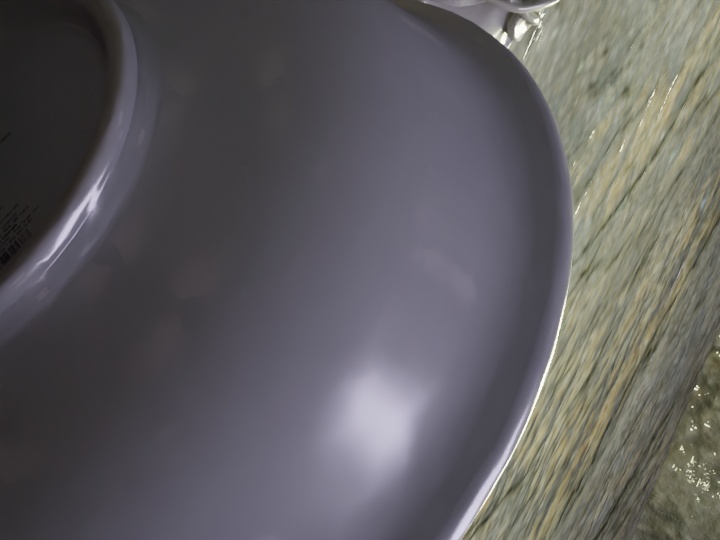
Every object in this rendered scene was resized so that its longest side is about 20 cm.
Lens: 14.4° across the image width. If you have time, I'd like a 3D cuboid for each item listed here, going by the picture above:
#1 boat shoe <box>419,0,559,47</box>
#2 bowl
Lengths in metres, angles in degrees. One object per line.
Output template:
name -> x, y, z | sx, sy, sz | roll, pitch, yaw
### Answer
boat shoe -> 0.043, -0.112, 0.954 | 0.072, 0.065, 0.201 | 27, 84, -49
bowl -> -0.060, 0.001, 0.613 | 0.090, 0.200, 0.202 | 41, 69, -38
